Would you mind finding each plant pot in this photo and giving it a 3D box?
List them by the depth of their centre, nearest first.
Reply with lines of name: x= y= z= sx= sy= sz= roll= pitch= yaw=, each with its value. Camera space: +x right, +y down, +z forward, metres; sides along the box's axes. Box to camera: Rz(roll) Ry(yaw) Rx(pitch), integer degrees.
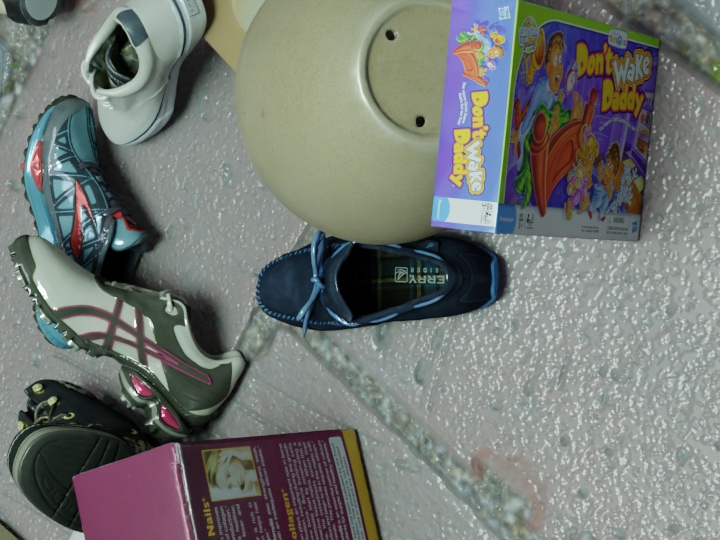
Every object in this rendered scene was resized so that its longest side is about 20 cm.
plant pot: x=0.028 y=-0.120 z=1.212 sx=0.134 sy=0.200 sz=0.201 roll=169 pitch=100 yaw=-77

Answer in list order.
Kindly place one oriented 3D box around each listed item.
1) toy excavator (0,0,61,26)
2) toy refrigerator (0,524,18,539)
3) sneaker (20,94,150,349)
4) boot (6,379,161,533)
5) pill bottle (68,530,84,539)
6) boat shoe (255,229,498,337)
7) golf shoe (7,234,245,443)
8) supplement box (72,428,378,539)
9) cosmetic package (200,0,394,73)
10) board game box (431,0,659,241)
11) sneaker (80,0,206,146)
toy excavator: x=-0.271 y=-0.325 z=1.527 sx=0.100 sy=0.200 sz=0.195 roll=13 pitch=141 yaw=35
toy refrigerator: x=-0.352 y=0.230 z=1.590 sx=0.200 sy=0.070 sz=0.076 roll=33 pitch=115 yaw=33
sneaker: x=-0.204 y=-0.039 z=1.492 sx=0.095 sy=0.079 sz=0.201 roll=-1 pitch=97 yaw=27
boot: x=-0.219 y=0.132 z=1.416 sx=0.154 sy=0.203 sz=0.074 roll=29 pitch=93 yaw=37
pill bottle: x=-0.204 y=0.291 z=1.453 sx=0.111 sy=0.111 sz=0.200 roll=38 pitch=111 yaw=30
boat shoe: x=0.000 y=0.000 z=1.334 sx=0.200 sy=0.069 sz=0.084 roll=-12 pitch=82 yaw=36
golf shoe: x=-0.177 y=0.035 z=1.430 sx=0.088 sy=0.077 sz=0.200 roll=-43 pitch=102 yaw=6
supplement box: x=-0.085 y=0.187 z=1.313 sx=0.103 sy=0.200 sz=0.131 roll=-19 pitch=77 yaw=34
cosmetic package: x=-0.044 y=-0.177 z=1.368 sx=0.200 sy=0.071 sz=0.105 roll=47 pitch=114 yaw=27
board game box: x=0.117 y=-0.088 z=1.168 sx=0.045 sy=0.200 sz=0.135 roll=7 pitch=94 yaw=32
sneaker: x=-0.177 y=-0.152 z=1.421 sx=0.073 sy=0.071 sz=0.200 roll=57 pitch=150 yaw=14
